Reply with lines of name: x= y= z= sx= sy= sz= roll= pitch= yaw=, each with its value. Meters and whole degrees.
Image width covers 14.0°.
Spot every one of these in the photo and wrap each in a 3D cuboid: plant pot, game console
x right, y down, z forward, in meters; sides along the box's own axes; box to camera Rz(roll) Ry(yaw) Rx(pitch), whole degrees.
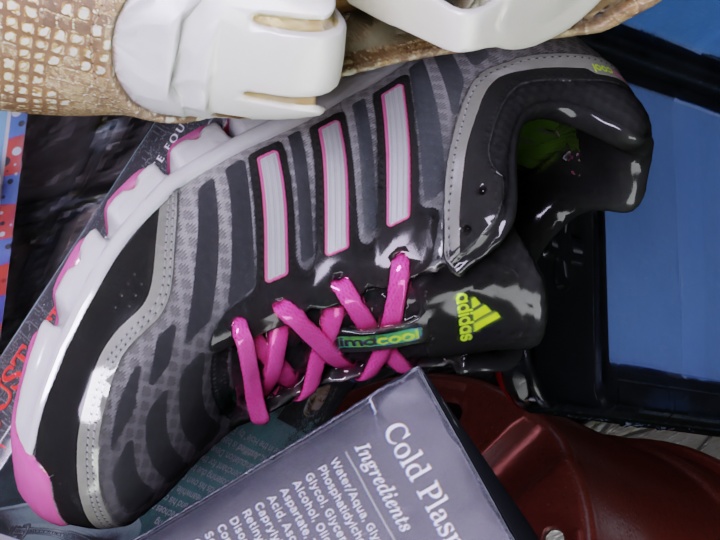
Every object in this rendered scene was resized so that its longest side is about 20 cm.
plant pot: x=0.058 y=0.136 z=1.113 sx=0.200 sy=0.202 sz=0.195 roll=-31 pitch=151 yaw=15
game console: x=0.132 y=-0.041 z=0.870 sx=0.118 sy=0.174 sz=0.200 roll=-6 pitch=171 yaw=33

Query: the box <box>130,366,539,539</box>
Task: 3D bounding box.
box: x=-0.020 y=0.136 z=0.775 sx=0.182 sy=0.104 sz=0.200 roll=-32 pitch=160 yaw=2

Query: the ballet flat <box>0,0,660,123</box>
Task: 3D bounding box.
ballet flat: x=-0.004 y=-0.071 z=0.697 sx=0.199 sy=0.065 sz=0.071 roll=-19 pitch=132 yaw=-23

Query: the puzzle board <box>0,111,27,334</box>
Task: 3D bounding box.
puzzle board: x=-0.155 y=0.021 z=0.720 sx=0.150 sy=0.017 sz=0.201 roll=-13 pitch=132 yaw=-30

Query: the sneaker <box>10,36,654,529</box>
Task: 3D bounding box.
sneaker: x=0.000 y=0.000 z=0.733 sx=0.200 sy=0.087 sz=0.074 roll=-42 pitch=149 yaw=-26

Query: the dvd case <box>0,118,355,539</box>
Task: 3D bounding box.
dvd case: x=-0.041 y=0.018 z=0.803 sx=0.201 sy=0.022 sz=0.146 roll=-58 pitch=152 yaw=0
